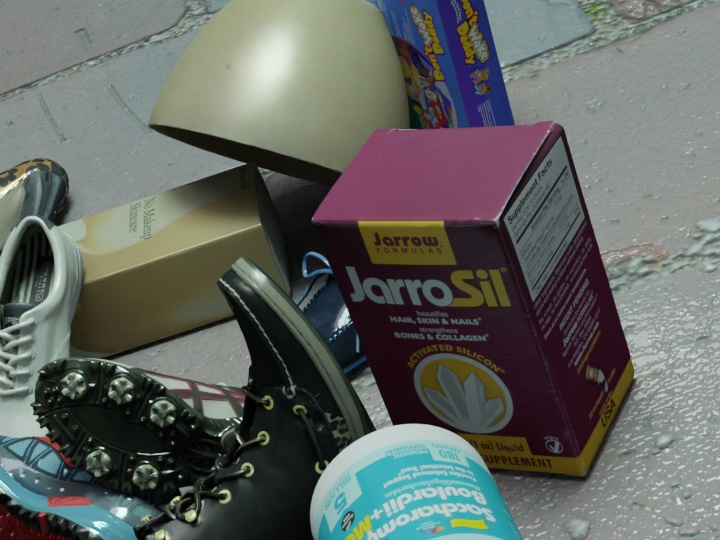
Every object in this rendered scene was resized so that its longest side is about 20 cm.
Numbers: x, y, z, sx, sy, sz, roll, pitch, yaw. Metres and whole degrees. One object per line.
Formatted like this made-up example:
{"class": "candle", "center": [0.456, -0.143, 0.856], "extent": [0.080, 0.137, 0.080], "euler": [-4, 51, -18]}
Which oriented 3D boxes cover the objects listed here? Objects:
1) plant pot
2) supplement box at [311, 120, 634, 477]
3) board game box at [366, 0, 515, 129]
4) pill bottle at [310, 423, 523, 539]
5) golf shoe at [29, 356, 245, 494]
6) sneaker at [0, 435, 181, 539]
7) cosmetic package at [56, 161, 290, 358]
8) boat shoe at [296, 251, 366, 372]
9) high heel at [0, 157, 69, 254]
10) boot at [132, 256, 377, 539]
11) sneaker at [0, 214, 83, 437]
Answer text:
{"class": "plant pot", "center": [-0.047, -0.145, 1.438], "extent": [0.200, 0.200, 0.135], "euler": [13, 87, 42]}
{"class": "supplement box", "center": [0.074, 0.019, 1.164], "extent": [0.131, 0.200, 0.103], "euler": [1, 38, 32]}
{"class": "board game box", "center": [0.043, -0.183, 1.474], "extent": [0.045, 0.200, 0.134], "euler": [-35, 35, -27]}
{"class": "pill bottle", "center": [0.044, 0.179, 1.029], "extent": [0.111, 0.111, 0.200], "euler": [-23, 33, -2]}
{"class": "golf shoe", "center": [-0.112, 0.104, 1.218], "extent": [0.199, 0.077, 0.088], "euler": [20, 14, -3]}
{"class": "sneaker", "center": [-0.191, 0.149, 1.259], "extent": [0.200, 0.080, 0.095], "euler": [23, 43, 37]}
{"class": "cosmetic package", "center": [-0.159, -0.003, 1.448], "extent": [0.199, 0.071, 0.105], "euler": [-19, 32, 4]}
{"class": "boat shoe", "center": [0.000, 0.000, 1.355], "extent": [0.084, 0.069, 0.200], "euler": [7, 42, 37]}
{"class": "high heel", "center": [-0.345, -0.037, 1.619], "extent": [0.199, 0.072, 0.143], "euler": [-15, 26, 6]}
{"class": "boot", "center": [-0.071, 0.111, 1.120], "extent": [0.154, 0.204, 0.073], "euler": [-32, 21, -8]}
{"class": "sneaker", "center": [-0.242, 0.056, 1.343], "extent": [0.073, 0.071, 0.201], "euler": [-5, 66, 12]}
